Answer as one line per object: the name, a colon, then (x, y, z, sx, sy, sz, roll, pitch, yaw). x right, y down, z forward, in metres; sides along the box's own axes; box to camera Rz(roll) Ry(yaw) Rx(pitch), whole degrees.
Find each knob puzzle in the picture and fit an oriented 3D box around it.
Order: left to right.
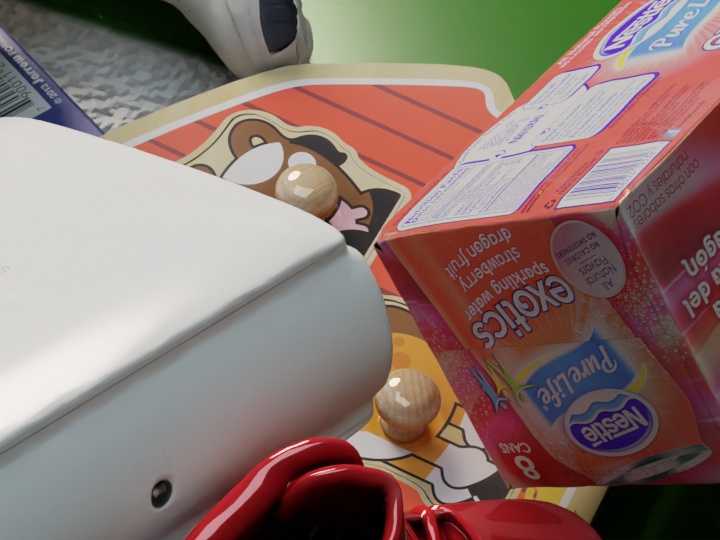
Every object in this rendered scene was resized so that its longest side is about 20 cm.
knob puzzle: (0.000, 0.000, 0.889, 0.219, 0.030, 0.220, 3, 55, -5)

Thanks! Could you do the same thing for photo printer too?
photo printer: (-0.117, 0.037, 0.737, 0.200, 0.070, 0.166, -32, 35, -34)

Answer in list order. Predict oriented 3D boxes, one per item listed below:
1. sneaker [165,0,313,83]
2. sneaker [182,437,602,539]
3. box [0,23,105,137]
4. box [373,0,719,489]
sneaker: (-0.106, -0.121, 0.995, 0.129, 0.080, 0.199, -27, 64, -3)
sneaker: (0.013, 0.089, 0.737, 0.200, 0.116, 0.078, -22, 69, -41)
box: (-0.175, 0.000, 0.924, 0.200, 0.032, 0.121, -30, 54, -21)
box: (0.112, -0.030, 0.846, 0.103, 0.095, 0.200, -7, 29, 46)
